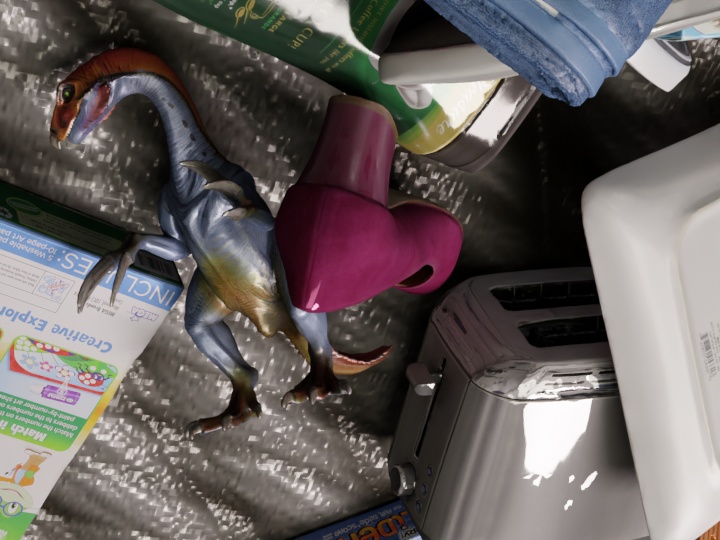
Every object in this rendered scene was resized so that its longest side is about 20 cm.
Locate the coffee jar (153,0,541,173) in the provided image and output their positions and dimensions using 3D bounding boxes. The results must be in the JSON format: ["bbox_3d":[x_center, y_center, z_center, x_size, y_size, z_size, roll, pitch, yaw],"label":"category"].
[{"bbox_3d":[0.001,-0.125,0.717,0.199,0.085,0.105,28,104,-33],"label":"coffee jar"}]

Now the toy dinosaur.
[{"bbox_3d":[-0.076,-0.016,0.771,0.104,0.200,0.183,-16,91,15],"label":"toy dinosaur"}]

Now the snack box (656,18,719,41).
[{"bbox_3d":[0.180,-0.206,0.707,0.115,0.037,0.202,-8,102,-15],"label":"snack box"}]

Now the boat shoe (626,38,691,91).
[{"bbox_3d":[0.107,-0.165,0.742,0.068,0.072,0.200,-39,120,11],"label":"boat shoe"}]

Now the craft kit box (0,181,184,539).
[{"bbox_3d":[-0.219,0.042,0.785,0.199,0.049,0.198,23,111,-31],"label":"craft kit box"}]

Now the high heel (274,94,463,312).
[{"bbox_3d":[0.000,0.000,0.765,0.067,0.097,0.200,10,163,19],"label":"high heel"}]

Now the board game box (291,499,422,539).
[{"bbox_3d":[0.020,0.231,1.009,0.135,0.035,0.201,-20,128,-6],"label":"board game box"}]

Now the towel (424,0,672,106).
[{"bbox_3d":[0.093,-0.168,0.587,0.111,0.049,0.201,34,82,-3],"label":"towel"}]

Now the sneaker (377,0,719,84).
[{"bbox_3d":[0.094,-0.139,0.663,0.199,0.071,0.100,-16,95,9],"label":"sneaker"}]

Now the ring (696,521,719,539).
[{"bbox_3d":[0.241,0.169,0.975,0.019,0.201,0.201,-4,141,37],"label":"ring"}]

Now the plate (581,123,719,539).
[{"bbox_3d":[0.208,0.021,0.838,0.199,0.032,0.201,-24,108,-32],"label":"plate"}]

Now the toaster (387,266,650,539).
[{"bbox_3d":[0.115,0.076,0.885,0.199,0.114,0.130,-3,123,-19],"label":"toaster"}]
